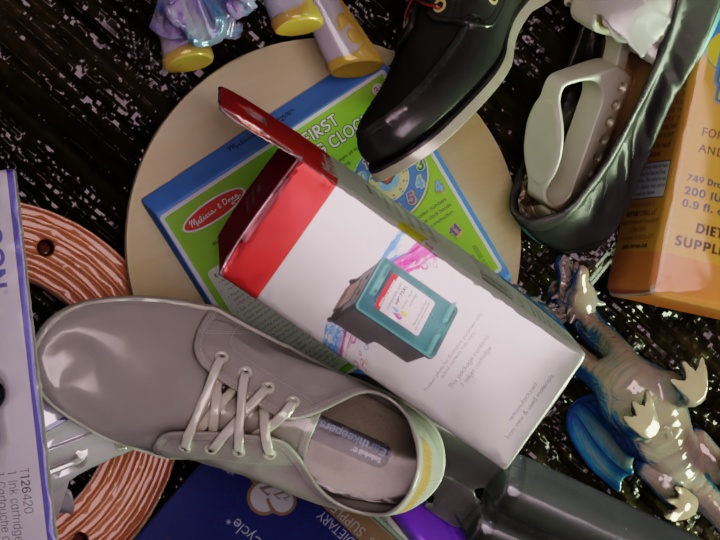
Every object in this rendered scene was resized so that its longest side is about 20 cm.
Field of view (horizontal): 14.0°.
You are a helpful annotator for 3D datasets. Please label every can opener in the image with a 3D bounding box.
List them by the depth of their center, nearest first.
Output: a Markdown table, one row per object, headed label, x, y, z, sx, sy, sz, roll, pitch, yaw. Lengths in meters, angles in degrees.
| label | x | y | z | sx | sy | sz | roll | pitch | yaw |
| --- | --- | --- | --- | --- | --- | --- | --- | --- | --- |
| can opener | 0.076 | 0.103 | 1.415 | 0.200 | 0.067 | 0.053 | 25 | 126 | -12 |

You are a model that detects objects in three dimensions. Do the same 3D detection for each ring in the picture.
| label | x | y | z | sx | sy | sz | roll | pitch | yaw |
| --- | --- | --- | --- | --- | --- | --- | --- | --- | --- |
| ring | -0.185 | 0.065 | 1.418 | 0.200 | 0.019 | 0.201 | 0 | 89 | -12 |

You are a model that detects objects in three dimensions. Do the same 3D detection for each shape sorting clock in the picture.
| label | x | y | z | sx | sy | sz | roll | pitch | yaw |
| --- | --- | --- | --- | --- | --- | --- | --- | --- | --- |
| shape sorting clock | -0.018 | -0.014 | 1.442 | 0.200 | 0.039 | 0.200 | -1 | 94 | -17 |

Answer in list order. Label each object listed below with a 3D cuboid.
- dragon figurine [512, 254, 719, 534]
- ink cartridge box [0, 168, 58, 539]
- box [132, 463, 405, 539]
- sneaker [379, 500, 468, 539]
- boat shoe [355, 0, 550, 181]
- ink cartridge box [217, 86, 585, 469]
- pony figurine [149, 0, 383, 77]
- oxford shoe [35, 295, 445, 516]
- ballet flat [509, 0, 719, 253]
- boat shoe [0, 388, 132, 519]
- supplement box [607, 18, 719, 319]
| label | x | y | z | sx | sy | sz | roll | pitch | yaw |
| --- | --- | --- | --- | --- | --- | --- | --- | --- | --- |
| dragon figurine | 0.143 | 0.080 | 1.465 | 0.059 | 0.099 | 0.200 | -38 | 116 | -11 |
| ink cartridge box | -0.238 | 0.065 | 1.306 | 0.200 | 0.047 | 0.198 | -7 | 85 | 0 |
| box | -0.072 | 0.179 | 1.398 | 0.121 | 0.032 | 0.200 | 41 | 94 | 11 |
| sneaker | 0.084 | 0.164 | 1.454 | 0.200 | 0.070 | 0.100 | 47 | 68 | -5 |
| boat shoe | 0.045 | -0.122 | 1.409 | 0.063 | 0.074 | 0.201 | 49 | 52 | -20 |
| ink cartridge box | 0.000 | 0.000 | 1.356 | 0.200 | 0.116 | 0.067 | 35 | 95 | -7 |
| pony figurine | -0.071 | -0.195 | 1.381 | 0.193 | 0.166 | 0.200 | -2 | 70 | -38 |
| oxford shoe | -0.054 | 0.062 | 1.337 | 0.200 | 0.058 | 0.075 | 20 | 95 | -5 |
| ballet flat | 0.126 | -0.101 | 1.431 | 0.068 | 0.068 | 0.200 | 7 | 107 | -46 |
| boat shoe | -0.156 | 0.090 | 1.377 | 0.200 | 0.074 | 0.065 | -28 | 101 | -4 |
| supplement box | 0.181 | -0.079 | 1.471 | 0.066 | 0.069 | 0.200 | 12 | 85 | -14 |
